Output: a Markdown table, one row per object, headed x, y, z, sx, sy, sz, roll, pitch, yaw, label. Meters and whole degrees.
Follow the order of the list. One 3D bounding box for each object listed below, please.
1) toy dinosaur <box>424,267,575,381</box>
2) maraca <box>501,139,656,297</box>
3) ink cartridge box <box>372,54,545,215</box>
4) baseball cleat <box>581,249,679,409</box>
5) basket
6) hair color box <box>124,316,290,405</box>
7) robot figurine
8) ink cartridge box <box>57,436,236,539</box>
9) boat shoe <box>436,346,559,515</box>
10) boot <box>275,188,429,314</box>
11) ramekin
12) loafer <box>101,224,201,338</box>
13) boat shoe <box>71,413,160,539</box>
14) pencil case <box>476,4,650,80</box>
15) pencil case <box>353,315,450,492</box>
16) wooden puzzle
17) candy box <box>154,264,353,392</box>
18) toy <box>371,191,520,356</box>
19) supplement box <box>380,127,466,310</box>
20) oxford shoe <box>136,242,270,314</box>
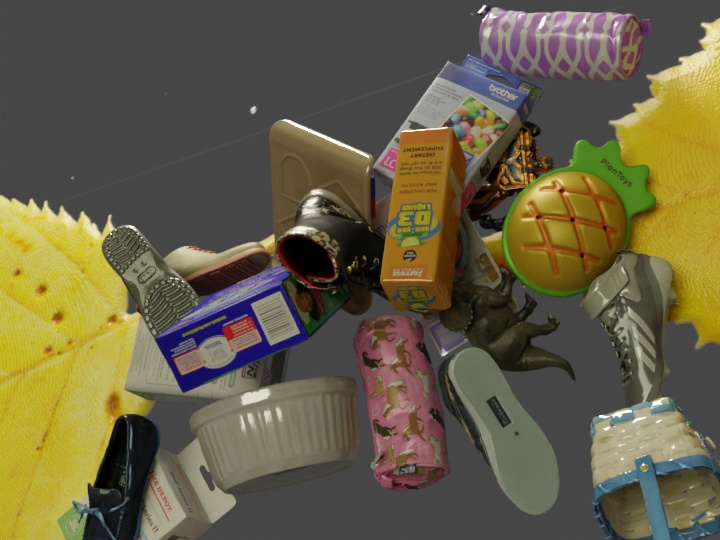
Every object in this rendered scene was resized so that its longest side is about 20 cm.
| x | y | z | sx | sy | sz | roll | pitch | yaw | label |
| --- | --- | --- | --- | --- | --- | --- | --- | --- | --- |
| 0.158 | 0.064 | 1.669 | 0.102 | 0.077 | 0.200 | -45 | 102 | -2 | toy dinosaur |
| 0.246 | -0.060 | 1.669 | 0.137 | 0.107 | 0.200 | 41 | 79 | 5 | maraca |
| 0.117 | -0.167 | 1.731 | 0.119 | 0.042 | 0.200 | 28 | 72 | 29 | ink cartridge box |
| 0.287 | 0.075 | 1.606 | 0.106 | 0.070 | 0.201 | 14 | 66 | -6 | baseball cleat |
| 0.307 | 0.242 | 1.487 | 0.138 | 0.177 | 0.201 | -15 | 55 | 15 | basket |
| -0.191 | 0.116 | 1.847 | 0.199 | 0.061 | 0.100 | 2 | 73 | 28 | hair color box |
| 0.133 | -0.110 | 1.768 | 0.199 | 0.058 | 0.146 | -12 | 72 | 22 | robot figurine |
| -0.263 | 0.297 | 1.812 | 0.200 | 0.067 | 0.117 | -40 | 59 | 9 | ink cartridge box |
| 0.154 | 0.179 | 1.653 | 0.071 | 0.091 | 0.201 | -26 | 87 | -13 | boat shoe |
| -0.002 | 0.001 | 1.646 | 0.203 | 0.154 | 0.074 | 37 | 112 | -2 | boot |
| -0.091 | 0.194 | 1.697 | 0.201 | 0.202 | 0.095 | -18 | 76 | 20 | ramekin |
| -0.246 | 0.031 | 1.837 | 0.075 | 0.070 | 0.200 | -33 | 73 | -3 | loafer |
| -0.304 | 0.267 | 1.763 | 0.084 | 0.069 | 0.201 | 1 | 72 | 29 | boat shoe |
| 0.239 | -0.273 | 1.768 | 0.199 | 0.084 | 0.086 | 10 | 38 | 28 | pencil case |
| 0.046 | 0.151 | 1.703 | 0.083 | 0.086 | 0.201 | -26 | 60 | 32 | pencil case |
| -0.040 | -0.068 | 1.792 | 0.185 | 0.046 | 0.201 | 27 | 123 | 43 | wooden puzzle |
| -0.117 | 0.052 | 1.682 | 0.168 | 0.200 | 0.077 | -23 | 98 | 18 | candy box |
| 0.088 | -0.012 | 1.726 | 0.115 | 0.047 | 0.201 | -33 | 81 | 19 | toy |
| 0.071 | -0.057 | 1.623 | 0.066 | 0.069 | 0.201 | -3 | 61 | 18 | supplement box |
| -0.208 | -0.006 | 1.895 | 0.199 | 0.071 | 0.074 | -20 | 62 | 19 | oxford shoe |
